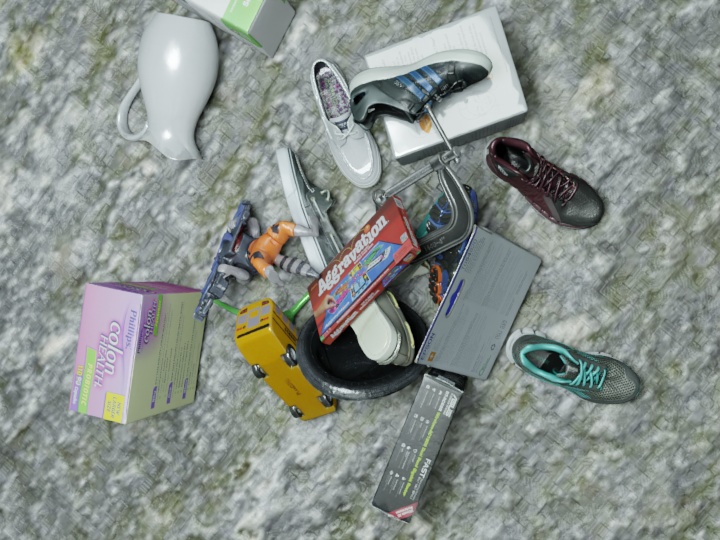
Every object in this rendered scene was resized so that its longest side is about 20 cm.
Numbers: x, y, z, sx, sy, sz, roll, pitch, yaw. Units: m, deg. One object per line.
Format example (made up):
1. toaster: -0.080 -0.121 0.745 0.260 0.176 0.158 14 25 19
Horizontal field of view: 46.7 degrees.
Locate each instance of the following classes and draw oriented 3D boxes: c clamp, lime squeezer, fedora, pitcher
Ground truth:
1. c clamp: 0.080 -0.103 1.139 0.199 0.027 0.173 -35 85 46
2. lime squeezer: -0.144 0.059 1.281 0.195 0.038 0.072 -7 90 10
3. fedora: 0.005 0.130 1.210 0.195 0.093 0.203 0 47 0
4. pitcher: -0.300 -0.285 1.268 0.168 0.121 0.205 17 105 24

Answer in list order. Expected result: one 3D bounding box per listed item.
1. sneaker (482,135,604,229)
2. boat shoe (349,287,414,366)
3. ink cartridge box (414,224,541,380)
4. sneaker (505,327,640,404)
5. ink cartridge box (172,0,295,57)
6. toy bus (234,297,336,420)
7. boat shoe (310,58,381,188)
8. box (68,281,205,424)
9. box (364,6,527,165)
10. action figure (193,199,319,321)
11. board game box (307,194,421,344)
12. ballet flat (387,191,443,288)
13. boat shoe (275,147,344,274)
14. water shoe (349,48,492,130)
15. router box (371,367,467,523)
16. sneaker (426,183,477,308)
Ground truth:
1. sneaker: 0.256 -0.124 1.172 0.198 0.115 0.077 32 96 7
2. boat shoe: 0.020 0.058 1.169 0.060 0.203 0.072 25 115 -34
3. ink cartridge box: 0.155 0.045 1.158 0.040 0.198 0.203 28 95 39
4. sneaker: 0.301 0.144 1.183 0.196 0.091 0.079 17 95 8
5. ink cartridge box: -0.211 -0.411 1.227 0.198 0.145 0.085 31 95 7
6. toy bus: -0.106 0.136 1.222 0.064 0.079 0.201 -21 131 17
7. boat shoe: -0.024 -0.220 1.239 0.070 0.068 0.204 -17 88 9
8. box: -0.319 0.112 1.224 0.095 0.200 0.180 10 93 16
9. box: 0.123 -0.259 1.196 0.196 0.106 0.156 -18 89 9
10. action figure: -0.158 0.000 1.225 0.191 0.104 0.203 -1 59 49
11. board game box: 0.000 0.000 1.150 0.200 0.019 0.104 -47 41 27
12. ballet flat: 0.094 -0.031 1.230 0.063 0.068 0.201 37 100 -24
13. boat shoe: -0.070 -0.093 1.257 0.070 0.072 0.204 -20 98 0
14. water shoe: 0.082 -0.233 1.109 0.196 0.071 0.081 -8 73 19
15. router box: 0.087 0.239 1.190 0.061 0.150 0.204 23 95 8
16. sneaker: 0.142 -0.035 1.185 0.075 0.078 0.203 35 138 36
